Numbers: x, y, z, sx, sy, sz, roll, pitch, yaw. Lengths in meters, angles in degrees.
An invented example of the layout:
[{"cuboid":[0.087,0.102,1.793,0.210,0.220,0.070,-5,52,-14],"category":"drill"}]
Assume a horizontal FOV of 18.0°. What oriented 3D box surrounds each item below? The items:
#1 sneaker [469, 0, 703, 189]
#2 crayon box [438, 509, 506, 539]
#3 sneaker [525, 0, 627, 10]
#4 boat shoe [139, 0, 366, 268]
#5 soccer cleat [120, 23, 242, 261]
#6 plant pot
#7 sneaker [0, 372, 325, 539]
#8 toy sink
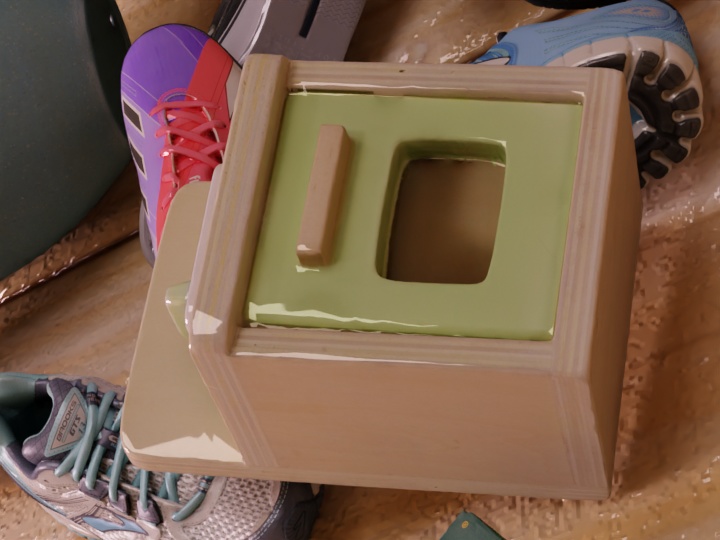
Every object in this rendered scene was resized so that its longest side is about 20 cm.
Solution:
[{"cuboid":[0.060,-0.055,0.967,0.199,0.079,0.090,-22,27,27],"category":"sneaker"},{"cuboid":[0.065,0.182,0.762,0.119,0.058,0.200,-51,38,-1],"category":"crayon box"},{"cuboid":[0.143,-0.189,0.965,0.199,0.060,0.105,-23,55,4],"category":"sneaker"},{"cuboid":[-0.049,-0.083,1.093,0.201,0.072,0.071,-63,15,-10],"category":"boat shoe"},{"cuboid":[-0.065,-0.027,0.993,0.068,0.073,0.201,-21,69,10],"category":"soccer cleat"},{"cuboid":[-0.186,-0.091,1.147,0.134,0.201,0.201,-13,47,9],"category":"plant pot"},{"cuboid":[-0.100,0.089,0.979,0.199,0.086,0.078,8,66,47],"category":"sneaker"},{"cuboid":[0.000,0.000,0.864,0.198,0.112,0.131,3,61,14],"category":"toy sink"}]
